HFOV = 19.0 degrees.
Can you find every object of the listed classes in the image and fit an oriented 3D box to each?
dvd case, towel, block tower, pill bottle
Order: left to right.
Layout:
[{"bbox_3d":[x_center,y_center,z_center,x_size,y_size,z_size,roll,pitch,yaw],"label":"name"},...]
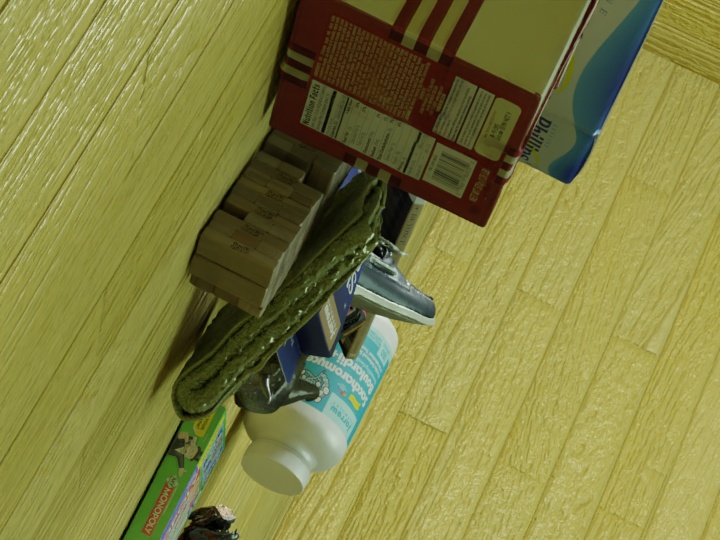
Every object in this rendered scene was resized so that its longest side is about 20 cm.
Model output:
[{"bbox_3d":[-0.051,-0.050,1.427,0.200,0.058,0.054,-57,172,-49],"label":"block tower"},{"bbox_3d":[-0.053,0.013,1.497,0.200,0.036,0.148,-45,-171,17],"label":"towel"},{"bbox_3d":[-0.047,0.126,2.175,0.111,0.110,0.200,109,7,-61],"label":"pill bottle"},{"bbox_3d":[0.007,-0.041,1.981,0.149,0.016,0.200,-112,-143,-49],"label":"dvd case"}]

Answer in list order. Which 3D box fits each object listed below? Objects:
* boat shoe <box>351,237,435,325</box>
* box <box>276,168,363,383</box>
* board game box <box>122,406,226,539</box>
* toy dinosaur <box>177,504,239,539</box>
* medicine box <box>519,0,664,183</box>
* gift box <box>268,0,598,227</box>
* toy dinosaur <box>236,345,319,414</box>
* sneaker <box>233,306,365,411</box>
[{"bbox_3d":[0.000,0.000,1.810,0.200,0.075,0.062,22,78,-44],"label":"boat shoe"},{"bbox_3d":[-0.026,-0.021,1.670,0.121,0.032,0.200,77,28,-52],"label":"box"},{"bbox_3d":[-0.165,0.208,1.738,0.201,0.029,0.135,-63,177,-17],"label":"board game box"},{"bbox_3d":[-0.160,0.294,1.832,0.136,0.102,0.200,57,-42,40],"label":"toy dinosaur"},{"bbox_3d":[0.113,-0.197,1.601,0.103,0.199,0.183,105,11,-71],"label":"medicine box"},{"bbox_3d":[0.070,-0.157,1.358,0.187,0.199,0.185,-64,-178,-30],"label":"gift box"},{"bbox_3d":[-0.077,0.075,1.771,0.102,0.077,0.200,-54,169,-18],"label":"toy dinosaur"},{"bbox_3d":[-0.041,0.038,1.875,0.200,0.086,0.080,-63,174,-18],"label":"sneaker"}]
